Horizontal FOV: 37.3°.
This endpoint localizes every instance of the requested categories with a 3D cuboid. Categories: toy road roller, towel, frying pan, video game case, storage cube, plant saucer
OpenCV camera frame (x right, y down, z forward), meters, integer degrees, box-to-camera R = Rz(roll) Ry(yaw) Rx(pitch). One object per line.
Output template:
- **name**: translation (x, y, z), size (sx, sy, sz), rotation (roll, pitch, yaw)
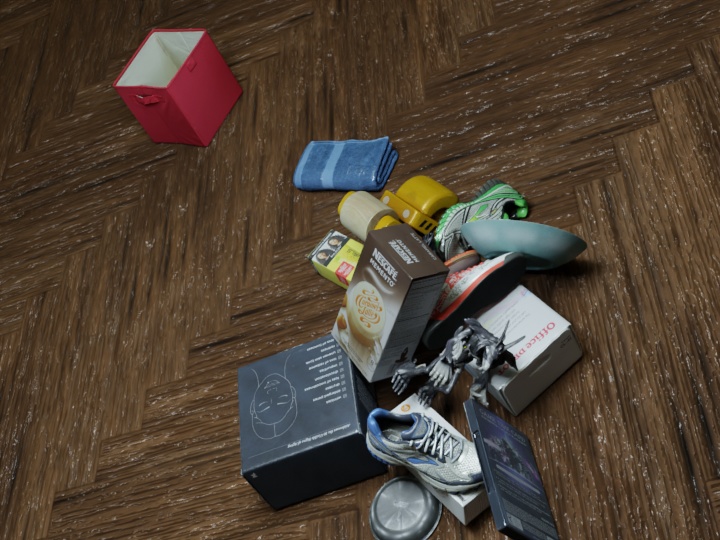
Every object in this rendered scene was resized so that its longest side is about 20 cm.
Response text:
- **toy road roller**: translation (0.075, -0.096, 1.791), size (0.123, 0.199, 0.147), rotation (36, 97, 44)
- **towel**: translation (-0.033, -0.202, 2.047), size (0.197, 0.049, 0.113), rotation (4, 56, 32)
- **frying pan**: translation (0.087, 0.318, 1.552), size (0.190, 0.031, 0.114), rotation (-48, 48, -11)
- **video game case**: translation (0.205, 0.281, 1.433), size (0.019, 0.142, 0.202), rotation (-36, 41, 22)
- **storage cube**: translation (-0.392, -0.398, 2.325), size (0.169, 0.181, 0.202), rotation (8, 56, 34)
- **plant saucer**: translation (0.249, -0.033, 1.652), size (0.198, 0.200, 0.039), rotation (3, 76, 31)

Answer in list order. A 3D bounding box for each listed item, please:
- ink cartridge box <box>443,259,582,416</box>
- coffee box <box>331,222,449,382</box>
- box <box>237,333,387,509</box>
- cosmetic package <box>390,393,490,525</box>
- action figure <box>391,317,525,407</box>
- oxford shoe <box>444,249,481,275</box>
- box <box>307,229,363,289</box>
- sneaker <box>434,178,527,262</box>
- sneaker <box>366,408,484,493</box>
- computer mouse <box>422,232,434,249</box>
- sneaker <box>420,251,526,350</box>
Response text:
- **ink cartridge box**: translation (0.214, 0.099, 1.621), size (0.147, 0.086, 0.200), rotation (-41, 46, -5)
- **coffee box**: translation (0.041, 0.047, 1.571), size (0.079, 0.202, 0.114), rotation (-11, 45, -38)
- **box**: translation (-0.078, 0.229, 1.649), size (0.197, 0.125, 0.198), rotation (-20, 44, 12)
- **cosmetic package**: translation (0.114, 0.267, 1.539), size (0.082, 0.051, 0.199), rotation (-32, 47, -22)
- **action figure**: translation (0.143, 0.142, 1.505), size (0.199, 0.118, 0.103), rotation (-30, 33, 42)
- **oxford shoe**: translation (0.131, 0.049, 1.738), size (0.200, 0.071, 0.073), rotation (-42, 64, -2)
- **box**: translation (0.000, 0.000, 1.853), size (0.075, 0.050, 0.199), rotation (-47, 47, -14)
- **sneaker**: translation (0.199, -0.078, 1.773), size (0.199, 0.079, 0.085), rotation (-40, 48, -23)
- **sneaker**: translation (0.091, 0.242, 1.473), size (0.197, 0.086, 0.078), rotation (11, 51, 24)
- **computer mouse**: translation (0.047, 0.030, 1.701), size (0.200, 0.053, 0.139), rotation (-41, 3, 29)
- **sneaker**: translation (0.149, 0.019, 1.619), size (0.201, 0.067, 0.108), rotation (-41, 46, 1)
